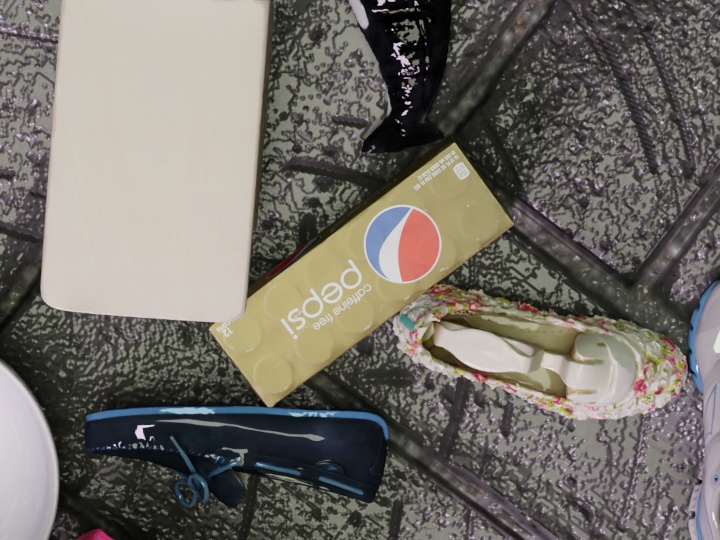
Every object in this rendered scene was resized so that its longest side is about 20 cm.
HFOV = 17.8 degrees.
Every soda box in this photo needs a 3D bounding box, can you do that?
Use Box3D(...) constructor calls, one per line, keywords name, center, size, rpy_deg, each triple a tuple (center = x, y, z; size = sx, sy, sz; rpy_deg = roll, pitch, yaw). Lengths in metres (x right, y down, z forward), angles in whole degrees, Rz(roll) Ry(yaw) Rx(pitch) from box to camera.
Box3D(name="soda box", center=(0.000, 0.000, 1.484), size=(0.199, 0.064, 0.068), rpy_deg=(-37, 97, 5))

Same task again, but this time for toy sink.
Box3D(name="toy sink", center=(-0.126, -0.075, 1.450), size=(0.129, 0.112, 0.202), rpy_deg=(4, 93, -1))

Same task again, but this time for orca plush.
Box3D(name="orca plush", center=(0.015, -0.174, 1.455), size=(0.104, 0.071, 0.202), rpy_deg=(5, 98, -1))

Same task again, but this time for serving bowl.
Box3D(name="serving bowl", center=(-0.292, 0.130, 1.501), size=(0.198, 0.066, 0.202), rpy_deg=(0, 99, 0))

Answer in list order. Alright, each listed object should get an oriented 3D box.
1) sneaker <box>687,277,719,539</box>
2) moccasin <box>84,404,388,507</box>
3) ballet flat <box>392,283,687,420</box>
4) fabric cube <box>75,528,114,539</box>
Box3D(name="sneaker", center=(0.253, 0.102, 1.490), size=(0.074, 0.087, 0.202), rpy_deg=(-2, 97, 2))
Box3D(name="moccasin", center=(-0.081, 0.122, 1.491), size=(0.198, 0.080, 0.069), rpy_deg=(2, 87, 1))
Box3D(name="ballet flat", center=(0.118, 0.059, 1.494), size=(0.198, 0.064, 0.076), rpy_deg=(10, 100, -2))
Box3D(name="fabric cube", center=(-0.161, 0.306, 1.430), size=(0.200, 0.196, 0.200), rpy_deg=(38, 71, -5))
